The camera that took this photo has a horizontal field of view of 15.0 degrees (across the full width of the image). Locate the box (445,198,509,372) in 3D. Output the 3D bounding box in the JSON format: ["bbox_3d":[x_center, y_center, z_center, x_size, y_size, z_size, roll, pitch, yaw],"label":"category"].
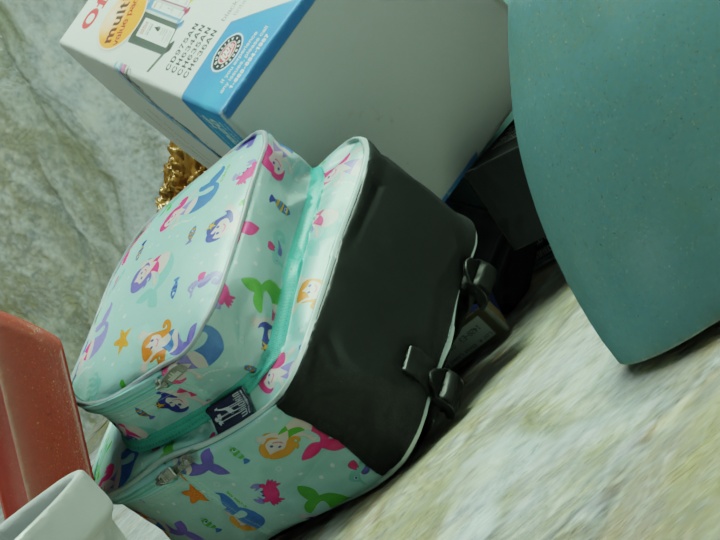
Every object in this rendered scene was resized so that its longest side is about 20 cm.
[{"bbox_3d":[0.000,0.000,1.468,0.121,0.032,0.200,-38,39,14],"label":"box"}]

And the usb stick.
[{"bbox_3d":[0.026,-0.018,1.515,0.200,0.032,0.056,17,91,53],"label":"usb stick"}]

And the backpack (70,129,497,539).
[{"bbox_3d":[-0.053,0.044,1.329,0.200,0.150,0.178,-43,23,45],"label":"backpack"}]

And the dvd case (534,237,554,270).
[{"bbox_3d":[0.154,-0.060,1.532,0.146,0.022,0.200,-43,6,-37],"label":"dvd case"}]

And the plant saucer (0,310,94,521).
[{"bbox_3d":[-0.151,0.117,1.337,0.036,0.201,0.200,-13,-2,-13],"label":"plant saucer"}]

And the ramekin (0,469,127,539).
[{"bbox_3d":[-0.151,0.180,1.054,0.200,0.105,0.200,-39,4,3],"label":"ramekin"}]

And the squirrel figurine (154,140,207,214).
[{"bbox_3d":[-0.075,-0.013,1.681,0.141,0.201,0.187,-33,-20,5],"label":"squirrel figurine"}]

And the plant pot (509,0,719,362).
[{"bbox_3d":[0.133,-0.080,1.033,0.200,0.135,0.200,-40,3,3],"label":"plant pot"}]

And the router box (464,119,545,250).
[{"bbox_3d":[0.167,-0.100,1.389,0.199,0.052,0.157,-25,14,41],"label":"router box"}]

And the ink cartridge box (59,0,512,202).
[{"bbox_3d":[-0.034,-0.119,1.455,0.148,0.145,0.200,-54,34,-6],"label":"ink cartridge box"}]

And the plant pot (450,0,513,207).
[{"bbox_3d":[0.071,-0.097,1.602,0.200,0.135,0.200,-41,2,2],"label":"plant pot"}]
